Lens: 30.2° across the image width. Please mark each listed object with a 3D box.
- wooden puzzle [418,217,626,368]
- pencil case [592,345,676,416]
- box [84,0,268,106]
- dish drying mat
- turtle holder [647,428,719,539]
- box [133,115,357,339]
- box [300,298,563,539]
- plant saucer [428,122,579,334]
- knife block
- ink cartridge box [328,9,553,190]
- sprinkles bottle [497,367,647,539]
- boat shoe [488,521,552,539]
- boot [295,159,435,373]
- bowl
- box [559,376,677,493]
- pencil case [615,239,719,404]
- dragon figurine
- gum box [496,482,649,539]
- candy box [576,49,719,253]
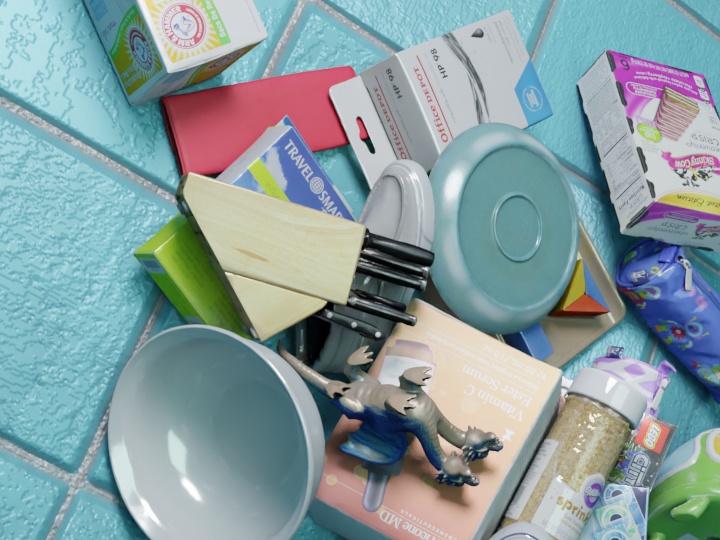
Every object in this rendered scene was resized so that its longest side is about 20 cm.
[{"bbox_3d":[0.163,0.014,1.314,0.200,0.046,0.186,-32,97,-28],"label":"wooden puzzle"},{"bbox_3d":[0.255,0.182,1.311,0.084,0.085,0.201,30,69,-49],"label":"pencil case"},{"bbox_3d":[-0.178,-0.260,1.144,0.101,0.112,0.201,-25,95,-28],"label":"box"},{"bbox_3d":[-0.084,-0.138,1.227,0.199,0.018,0.077,-15,90,-28],"label":"dish drying mat"},{"bbox_3d":[0.354,0.217,1.310,0.140,0.186,0.132,10,46,12],"label":"turtle holder"},{"bbox_3d":[-0.089,-0.034,1.177,0.200,0.048,0.122,-46,115,-25],"label":"box"},{"bbox_3d":[0.065,0.155,1.162,0.152,0.106,0.200,25,69,17],"label":"box"},{"bbox_3d":[0.141,-0.040,1.251,0.199,0.027,0.201,2,87,-37],"label":"plant saucer"},{"bbox_3d":[-0.036,-0.025,1.106,0.175,0.064,0.201,-30,97,-12],"label":"knife block"},{"bbox_3d":[0.080,-0.162,1.276,0.200,0.067,0.116,-27,95,-35],"label":"ink cartridge box"},{"bbox_3d":[0.177,0.185,1.157,0.068,0.068,0.200,34,76,-18],"label":"sprinkles bottle"},{"bbox_3d":[0.099,0.299,1.085,0.073,0.065,0.201,26,106,9],"label":"boat shoe"},{"bbox_3d":[0.000,0.000,1.174,0.095,0.073,0.201,-3,109,-46],"label":"boot"},{"bbox_3d":[-0.103,0.139,1.095,0.090,0.200,0.202,-9,85,-60],"label":"bowl"},{"bbox_3d":[0.194,0.211,1.247,0.136,0.038,0.201,23,77,13],"label":"box"},{"bbox_3d":[0.348,0.050,1.378,0.200,0.087,0.078,46,60,-17],"label":"pencil case"},{"bbox_3d":[0.015,0.118,1.084,0.059,0.199,0.100,-59,149,-39],"label":"dragon figurine"},{"bbox_3d":[0.152,0.271,1.191,0.199,0.045,0.171,5,73,8],"label":"gum box"},{"bbox_3d":[0.312,-0.123,1.365,0.136,0.061,0.201,9,54,-26],"label":"candy box"}]
